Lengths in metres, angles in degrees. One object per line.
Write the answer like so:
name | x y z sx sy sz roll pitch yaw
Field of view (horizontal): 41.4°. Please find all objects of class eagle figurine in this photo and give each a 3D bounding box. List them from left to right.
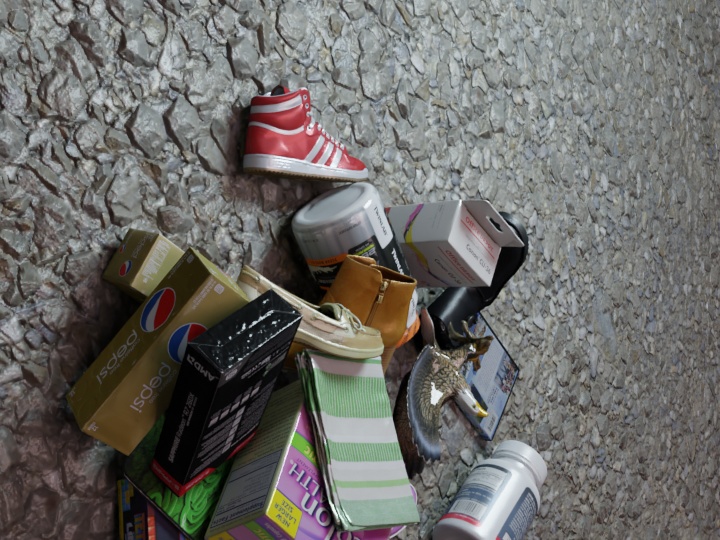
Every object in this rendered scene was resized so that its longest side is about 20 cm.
eagle figurine | 0.099 0.162 1.260 0.200 0.150 0.153 -44 123 -20

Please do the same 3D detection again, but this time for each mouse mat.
mouse mat | -0.168 0.198 1.056 0.161 0.007 0.201 49 38 -20

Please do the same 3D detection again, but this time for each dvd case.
dvd case | 0.184 0.154 1.516 0.201 0.017 0.144 52 51 -33

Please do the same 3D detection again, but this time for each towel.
towel | 0.000 0.188 1.073 0.152 0.023 0.203 12 57 -52

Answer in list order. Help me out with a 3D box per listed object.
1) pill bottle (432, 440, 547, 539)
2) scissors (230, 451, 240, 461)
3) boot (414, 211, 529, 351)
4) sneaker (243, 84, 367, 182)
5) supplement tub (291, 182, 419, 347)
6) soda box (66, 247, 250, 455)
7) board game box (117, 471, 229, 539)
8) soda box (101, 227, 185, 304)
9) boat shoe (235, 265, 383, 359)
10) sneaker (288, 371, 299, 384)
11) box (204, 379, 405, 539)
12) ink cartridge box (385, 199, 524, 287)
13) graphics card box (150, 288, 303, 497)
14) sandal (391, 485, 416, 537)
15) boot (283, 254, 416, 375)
pill bottle | 0.205 0.361 1.452 0.200 0.118 0.121 -46 120 -40
scissors | -0.161 0.187 1.059 0.202 0.014 0.073 62 32 -4
boot | 0.157 0.029 1.379 0.168 0.076 0.201 -43 162 -36
sneaker | -0.063 -0.171 1.211 0.198 0.071 0.115 2 90 -47
supplement tub | 0.000 0.000 1.235 0.123 0.121 0.202 -44 119 -40
soda box | -0.203 0.081 0.961 0.201 0.068 0.064 -51 129 1
board game box | -0.167 0.310 1.046 0.198 0.056 0.168 14 63 -48
soda box | -0.184 0.033 1.057 0.200 0.067 0.065 41 69 -39
boat shoe | -0.054 0.050 1.069 0.198 0.073 0.064 18 94 -26
sneaker | -0.026 0.192 1.231 0.200 0.072 0.086 39 57 -42
box | -0.053 0.254 1.060 0.176 0.096 0.201 47 36 -22
ink cartridge box | 0.110 -0.034 1.305 0.116 0.198 0.068 41 58 -38
graphics card box | -0.137 0.125 0.959 0.125 0.051 0.201 -35 157 -46
sandal | 0.019 0.332 1.291 0.201 0.049 0.084 2 86 -47
boot | -0.038 0.049 1.152 0.198 0.071 0.146 9 108 -17
